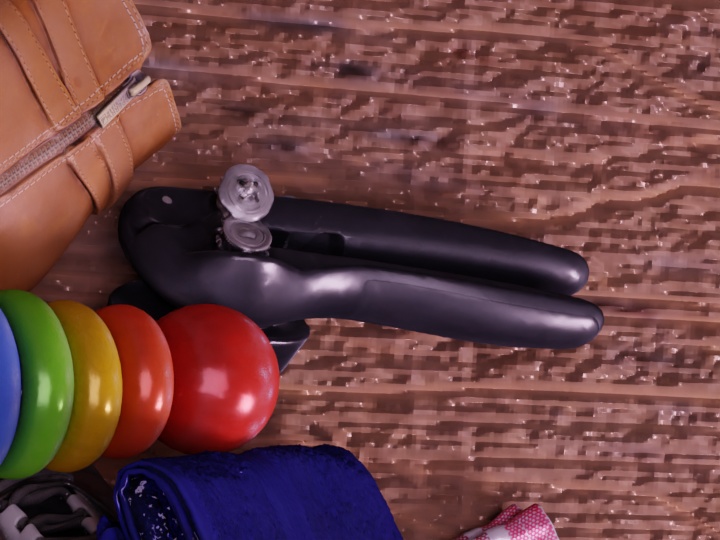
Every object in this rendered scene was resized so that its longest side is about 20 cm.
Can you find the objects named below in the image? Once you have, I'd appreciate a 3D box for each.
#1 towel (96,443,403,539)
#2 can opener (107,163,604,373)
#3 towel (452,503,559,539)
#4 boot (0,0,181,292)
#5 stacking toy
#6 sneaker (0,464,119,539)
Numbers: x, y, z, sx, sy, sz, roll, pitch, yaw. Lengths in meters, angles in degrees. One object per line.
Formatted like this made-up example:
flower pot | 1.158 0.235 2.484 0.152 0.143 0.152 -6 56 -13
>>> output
towel | -0.021 0.133 0.906 0.049 0.200 0.148 -28 80 16
can opener | 0.000 0.000 0.992 0.199 0.079 0.064 1 54 -22
towel | 0.020 0.201 1.017 0.199 0.030 0.147 -31 101 -15
boot | -0.148 -0.071 0.895 0.155 0.074 0.200 -41 142 -20
stacking toy | -0.116 0.040 0.885 0.199 0.085 0.086 1 93 -37
sneaker | -0.096 0.106 0.907 0.077 0.082 0.200 -21 66 -29
